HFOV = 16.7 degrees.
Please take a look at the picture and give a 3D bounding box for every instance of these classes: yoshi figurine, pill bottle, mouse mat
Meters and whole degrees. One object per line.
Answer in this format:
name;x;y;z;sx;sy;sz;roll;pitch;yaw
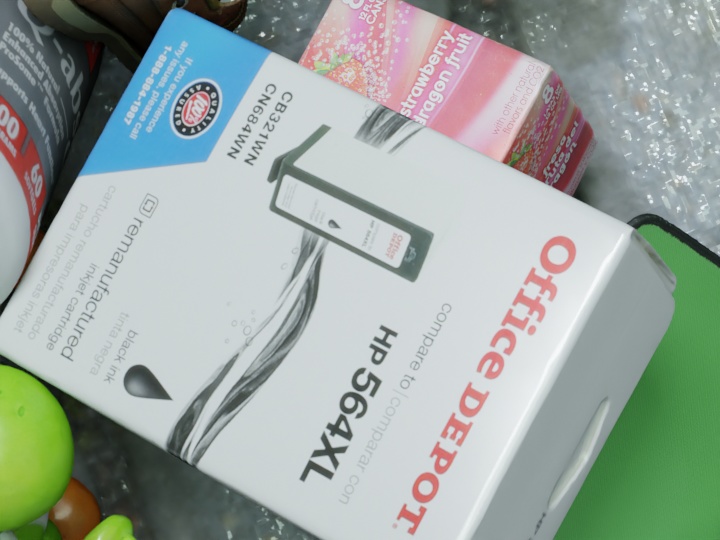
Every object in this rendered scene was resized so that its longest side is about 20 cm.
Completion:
yoshi figurine;-0.138;0.078;0.924;0.112;0.200;0.113;-2;91;-1
pill bottle;-0.161;-0.076;0.933;0.115;0.201;0.116;5;129;6
mouse mat;0.120;0.095;0.992;0.161;0.008;0.201;31;82;-36

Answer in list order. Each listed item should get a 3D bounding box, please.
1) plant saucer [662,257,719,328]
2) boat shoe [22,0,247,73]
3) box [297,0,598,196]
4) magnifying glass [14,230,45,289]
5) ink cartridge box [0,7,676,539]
plant saucer;0.082;0.088;0.983;0.199;0.027;0.202;-9;106;-34
boat shoe;-0.069;-0.116;0.944;0.068;0.200;0.072;-14;91;14
box;0.000;0.000;0.981;0.102;0.095;0.201;27;84;22
magnifying glass;-0.192;-0.057;1.024;0.200;0.022;0.080;44;84;0
ink cartridge box;-0.008;0.016;0.882;0.199;0.084;0.147;26;84;23
